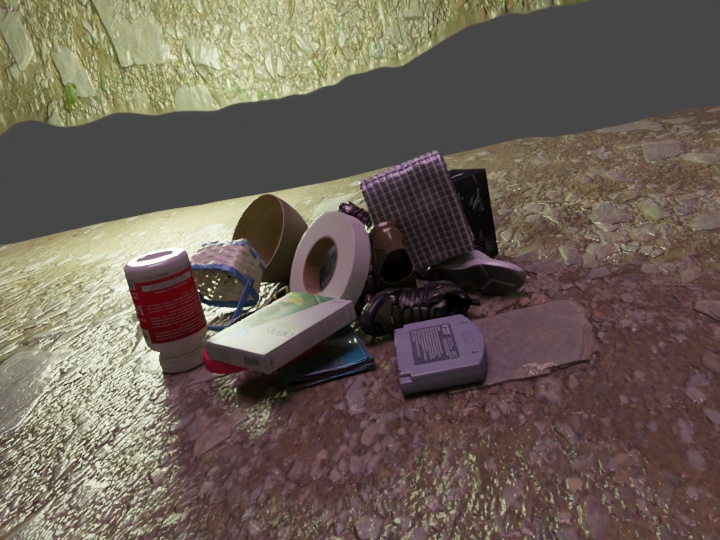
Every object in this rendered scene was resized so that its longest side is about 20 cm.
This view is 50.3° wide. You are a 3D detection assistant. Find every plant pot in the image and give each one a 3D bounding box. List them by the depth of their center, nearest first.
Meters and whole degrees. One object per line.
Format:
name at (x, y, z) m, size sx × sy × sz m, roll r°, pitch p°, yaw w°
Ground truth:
plant pot at (-0.184, -0.056, 1.734) m, size 0.134 × 0.201 × 0.200 m, roll 21°, pitch -8°, yaw -39°

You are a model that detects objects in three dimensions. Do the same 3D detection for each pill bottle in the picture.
pill bottle at (-0.332, 0.071, 1.339) m, size 0.112 × 0.200 × 0.112 m, roll -11°, pitch 16°, yaw 3°

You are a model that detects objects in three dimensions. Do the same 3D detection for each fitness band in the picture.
fitness band at (-0.159, 0.121, 1.255) m, size 0.200 × 0.037 × 0.144 m, roll -23°, pitch 22°, yaw -34°

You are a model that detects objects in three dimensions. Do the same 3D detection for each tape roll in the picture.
tape roll at (-0.056, -0.005, 1.343) m, size 0.037 × 0.203 × 0.203 m, roll 16°, pitch -1°, yaw -34°

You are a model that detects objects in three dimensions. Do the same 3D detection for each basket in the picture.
basket at (-0.289, 0.038, 1.562) m, size 0.176 × 0.139 × 0.200 m, roll 1°, pitch 49°, yaw 32°

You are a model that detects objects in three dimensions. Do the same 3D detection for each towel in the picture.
towel at (-0.067, 0.135, 1.255) m, size 0.146 × 0.022 × 0.200 m, roll -14°, pitch 16°, yaw -9°
towel at (0.105, -0.097, 1.389) m, size 0.165 × 0.200 × 0.086 m, roll -23°, pitch 15°, yaw 2°

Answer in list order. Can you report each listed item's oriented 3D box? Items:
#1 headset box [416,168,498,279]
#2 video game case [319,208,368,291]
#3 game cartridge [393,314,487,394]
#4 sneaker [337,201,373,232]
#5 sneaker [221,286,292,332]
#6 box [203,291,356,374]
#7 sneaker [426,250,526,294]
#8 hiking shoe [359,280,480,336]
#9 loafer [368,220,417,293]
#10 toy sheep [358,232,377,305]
headset box at (0.179, -0.102, 1.548) m, size 0.174 × 0.200 × 0.093 m, roll -26°, pitch 22°, yaw -37°
video game case at (-0.057, -0.003, 1.410) m, size 0.143 × 0.019 × 0.200 m, roll -46°, pitch 38°, yaw 25°
game cartridge at (0.119, 0.122, 1.144) m, size 0.133 × 0.042 × 0.200 m, roll -7°, pitch 17°, yaw 2°
sneaker at (0.000, -0.108, 1.664) m, size 0.076 × 0.116 × 0.200 m, roll -47°, pitch 2°, yaw -14°
sneaker at (-0.180, 0.106, 1.379) m, size 0.200 × 0.075 × 0.076 m, roll -33°, pitch -8°, yaw -39°
box at (-0.124, 0.092, 1.204) m, size 0.144 × 0.036 × 0.200 m, roll 6°, pitch 25°, yaw 41°
sneaker at (0.217, -0.006, 1.405) m, size 0.200 × 0.070 × 0.080 m, roll 4°, pitch 37°, yaw 42°
hiking shoe at (0.097, 0.063, 1.278) m, size 0.200 × 0.076 × 0.101 m, roll -18°, pitch 14°, yaw -23°
loafer at (0.057, 0.006, 1.333) m, size 0.076 × 0.200 × 0.067 m, roll -19°, pitch 43°, yaw 0°
toy sheep at (0.000, 0.000, 1.466) m, size 0.138 × 0.138 × 0.200 m, roll -12°, pitch 52°, yaw 1°
